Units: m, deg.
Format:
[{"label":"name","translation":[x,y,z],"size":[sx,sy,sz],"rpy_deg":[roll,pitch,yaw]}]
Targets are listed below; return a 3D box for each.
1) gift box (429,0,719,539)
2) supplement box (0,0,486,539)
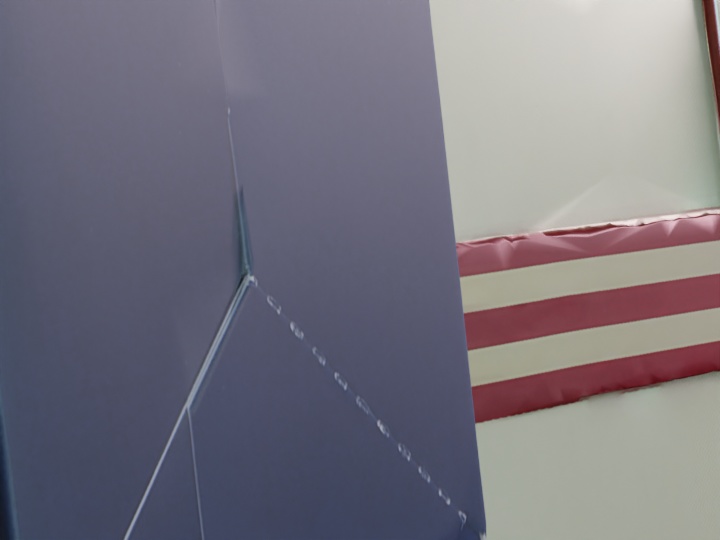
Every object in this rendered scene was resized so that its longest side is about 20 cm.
[{"label":"gift box","translation":[0.023,-0.003,0.623],"size":[0.186,0.184,0.201],"rpy_deg":[-6,94,-42]},{"label":"supplement box","translation":[-0.100,-0.027,0.497],"size":[0.134,0.199,0.201],"rpy_deg":[-12,98,-51]}]
